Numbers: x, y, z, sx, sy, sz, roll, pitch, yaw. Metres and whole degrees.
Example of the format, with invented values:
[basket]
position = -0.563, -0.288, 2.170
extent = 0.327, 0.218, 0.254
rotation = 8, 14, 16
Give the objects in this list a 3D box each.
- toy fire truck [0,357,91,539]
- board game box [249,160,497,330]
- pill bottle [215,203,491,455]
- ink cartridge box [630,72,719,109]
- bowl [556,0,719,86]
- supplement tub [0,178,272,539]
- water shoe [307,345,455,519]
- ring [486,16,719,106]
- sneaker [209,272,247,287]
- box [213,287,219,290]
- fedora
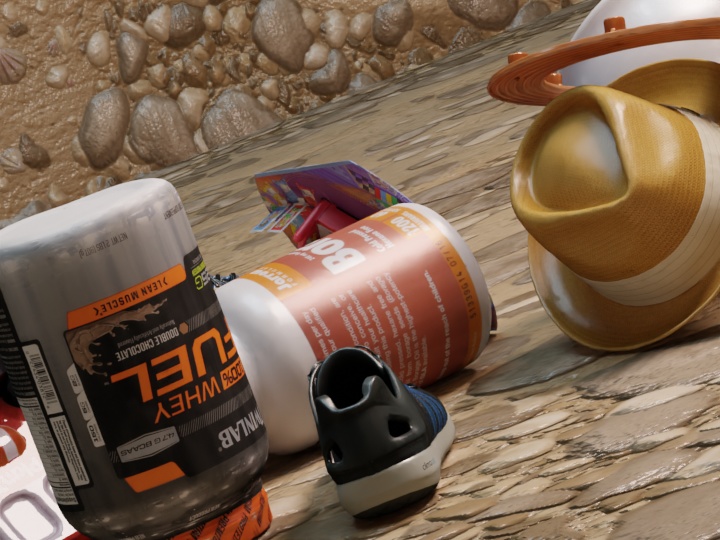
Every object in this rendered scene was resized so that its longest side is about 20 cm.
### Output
[toy fire truck]
position = -0.203, 0.101, 1.614
extent = 0.200, 0.168, 0.112
rotation = -27, -25, -42
[board game box]
position = 0.000, 0.000, 1.788
extent = 0.039, 0.158, 0.200
rotation = -50, 21, -21
[pill bottle]
position = -0.027, 0.043, 1.644
extent = 0.200, 0.112, 0.112
rotation = -26, 10, -30
[ink cartridge box]
position = 0.250, -0.081, 1.726
extent = 0.200, 0.083, 0.147
rotation = -8, -2, -43
[bowl]
position = 0.242, -0.117, 1.896
extent = 0.201, 0.201, 0.090
rotation = -22, 42, -11
[supplement tub]
position = -0.126, 0.060, 1.472
extent = 0.122, 0.200, 0.123
rotation = -20, 9, 3
[water shoe]
position = 0.010, 0.074, 1.475
extent = 0.071, 0.079, 0.200
rotation = -20, 8, 0
[ring]
position = 0.176, -0.133, 1.664
extent = 0.200, 0.019, 0.200
rotation = -7, -8, -1
[sneaker]
position = -0.111, 0.025, 1.961
extent = 0.200, 0.090, 0.078
rotation = -17, 22, -24
[box]
position = -0.104, 0.032, 1.808
extent = 0.200, 0.021, 0.163
rotation = 2, -9, 6
[fedora]
position = 0.149, -0.050, 1.585
extent = 0.082, 0.201, 0.200
rotation = 25, -22, -35
